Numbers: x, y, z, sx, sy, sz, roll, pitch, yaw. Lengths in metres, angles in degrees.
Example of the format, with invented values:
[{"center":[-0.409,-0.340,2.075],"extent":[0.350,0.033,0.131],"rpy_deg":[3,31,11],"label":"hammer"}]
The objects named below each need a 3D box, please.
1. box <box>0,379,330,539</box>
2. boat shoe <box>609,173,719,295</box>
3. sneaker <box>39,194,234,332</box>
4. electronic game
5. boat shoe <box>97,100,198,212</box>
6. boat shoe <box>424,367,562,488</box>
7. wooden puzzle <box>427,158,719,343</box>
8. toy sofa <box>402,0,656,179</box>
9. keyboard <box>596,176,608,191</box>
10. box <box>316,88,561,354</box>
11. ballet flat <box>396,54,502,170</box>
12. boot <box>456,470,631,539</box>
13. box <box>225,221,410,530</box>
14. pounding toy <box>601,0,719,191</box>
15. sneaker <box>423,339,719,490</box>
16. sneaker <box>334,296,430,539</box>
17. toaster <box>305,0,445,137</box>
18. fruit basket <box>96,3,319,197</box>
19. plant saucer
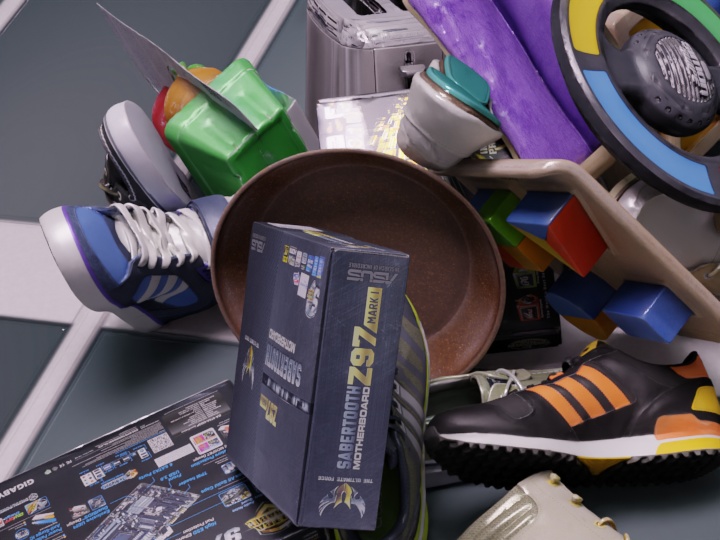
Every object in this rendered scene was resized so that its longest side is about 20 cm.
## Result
[{"center":[-0.140,0.170,1.131],"extent":[0.200,0.046,0.159],"rpy_deg":[-24,42,-15],"label":"box"},{"center":[0.243,-0.024,1.181],"extent":[0.200,0.075,0.068],"rpy_deg":[7,21,-45],"label":"boat shoe"},{"center":[-0.131,-0.027,1.238],"extent":[0.146,0.200,0.081],"rpy_deg":[-28,69,6],"label":"sneaker"},{"center":[0.208,-0.127,1.153],"extent":[0.200,0.042,0.200],"rpy_deg":[21,50,-27],"label":"electronic game"},{"center":[-0.166,-0.062,1.308],"extent":[0.057,0.200,0.069],"rpy_deg":[-22,66,2],"label":"boat shoe"},{"center":[0.090,0.098,1.149],"extent":[0.200,0.062,0.072],"rpy_deg":[-15,40,-4],"label":"boat shoe"},{"center":[0.146,-0.004,1.113],"extent":[0.046,0.200,0.185],"rpy_deg":[-56,19,-9],"label":"wooden puzzle"},{"center":[0.125,-0.157,1.213],"extent":[0.098,0.083,0.200],"rpy_deg":[-29,83,-26],"label":"toy sofa"},{"center":[0.157,-0.059,1.265],"extent":[0.011,0.056,0.200],"rpy_deg":[-5,61,-38],"label":"keyboard"},{"center":[0.056,-0.036,1.251],"extent":[0.161,0.049,0.200],"rpy_deg":[-6,74,6],"label":"box"},{"center":[0.054,-0.097,1.126],"extent":[0.069,0.070,0.200],"rpy_deg":[-6,12,6],"label":"ballet flat"},{"center":[0.166,0.175,1.038],"extent":[0.200,0.072,0.155],"rpy_deg":[-26,40,-13],"label":"boot"},{"center":[-0.031,0.056,1.027],"extent":[0.051,0.158,0.200],"rpy_deg":[5,5,-16],"label":"box"},{"center":[0.224,-0.140,1.324],"extent":[0.142,0.184,0.200],"rpy_deg":[13,44,43],"label":"pounding toy"},{"center":[0.135,0.089,1.105],"extent":[0.200,0.070,0.090],"rpy_deg":[2,63,-11],"label":"sneaker"},{"center":[0.011,0.094,1.082],"extent":[0.074,0.081,0.200],"rpy_deg":[-7,80,2],"label":"sneaker"},{"center":[0.016,-0.160,1.389],"extent":[0.114,0.129,0.200],"rpy_deg":[-7,25,-13],"label":"toaster"},{"center":[-0.113,-0.118,1.356],"extent":[0.094,0.185,0.200],"rpy_deg":[-39,46,-7],"label":"fruit basket"},{"center":[0.000,0.000,1.156],"extent":[0.200,0.201,0.037],"rpy_deg":[-1,30,12],"label":"plant saucer"}]
